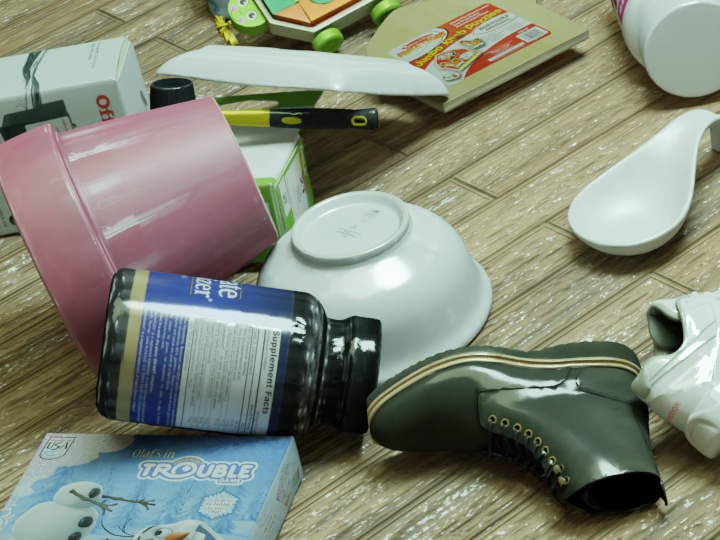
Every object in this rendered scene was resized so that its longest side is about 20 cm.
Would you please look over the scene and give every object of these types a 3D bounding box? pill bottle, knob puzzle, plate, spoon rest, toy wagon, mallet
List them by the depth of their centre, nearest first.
[{"bbox_3d":[-0.088,0.065,1.411,0.199,0.112,0.112,8,33,-5],"label":"pill bottle"},{"bbox_3d":[0.248,-0.076,1.584,0.099,0.061,0.200,18,43,39],"label":"spoon rest"},{"bbox_3d":[-0.085,-0.122,1.661,0.199,0.066,0.041,8,22,5],"label":"mallet"},{"bbox_3d":[-0.048,-0.180,1.732,0.199,0.033,0.199,9,8,30],"label":"plate"},{"bbox_3d":[0.291,-0.248,1.777,0.113,0.114,0.200,-11,33,4],"label":"pill bottle"},{"bbox_3d":[0.094,-0.215,1.876,0.218,0.031,0.220,-10,34,6],"label":"knob puzzle"},{"bbox_3d":[-0.058,-0.291,1.968,0.199,0.040,0.156,-29,67,-9],"label":"toy wagon"}]

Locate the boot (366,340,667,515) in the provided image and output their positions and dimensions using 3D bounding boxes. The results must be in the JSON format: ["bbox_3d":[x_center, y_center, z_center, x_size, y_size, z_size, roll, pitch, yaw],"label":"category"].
[{"bbox_3d":[0.107,0.119,1.332,0.199,0.078,0.139,-13,38,3],"label":"boot"}]

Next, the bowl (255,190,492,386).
[{"bbox_3d":[0.000,0.000,1.531,0.200,0.091,0.201,-9,34,6],"label":"bowl"}]

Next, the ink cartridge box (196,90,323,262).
[{"bbox_3d":[-0.113,-0.085,1.717,0.147,0.076,0.200,-3,28,16],"label":"ink cartridge box"}]

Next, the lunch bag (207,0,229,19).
[{"bbox_3d":[-0.105,-0.356,2.115,0.160,0.083,0.200,-15,31,6],"label":"lunch bag"}]

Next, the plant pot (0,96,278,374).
[{"bbox_3d":[-0.171,-0.044,1.535,0.178,0.201,0.200,-26,34,-4],"label":"plant pot"}]

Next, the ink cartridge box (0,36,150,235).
[{"bbox_3d":[-0.292,-0.119,1.763,0.199,0.147,0.083,-10,34,7],"label":"ink cartridge box"}]

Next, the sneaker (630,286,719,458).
[{"bbox_3d":[0.256,0.037,1.365,0.099,0.078,0.200,32,46,11],"label":"sneaker"}]

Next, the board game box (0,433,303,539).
[{"bbox_3d":[-0.162,0.191,1.343,0.199,0.044,0.199,-1,33,18],"label":"board game box"}]
